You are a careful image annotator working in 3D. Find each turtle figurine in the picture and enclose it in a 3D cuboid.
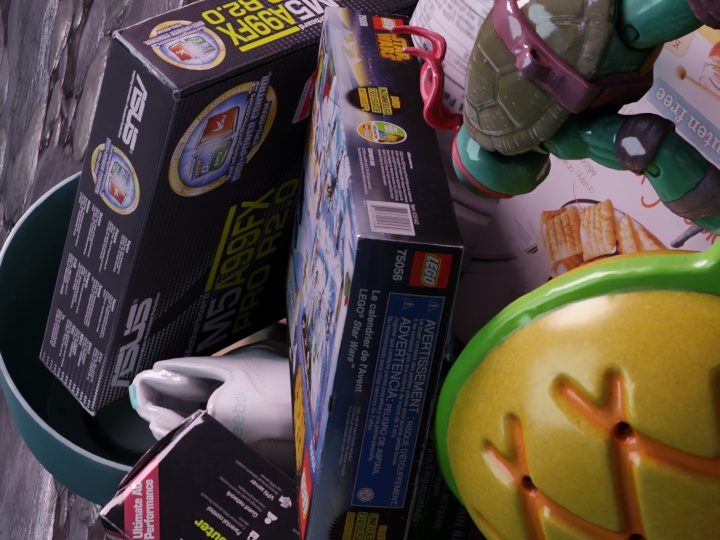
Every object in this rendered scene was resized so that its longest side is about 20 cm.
[{"bbox_3d":[0.088,-0.074,0.635,0.200,0.101,0.150,-52,53,42],"label":"turtle figurine"}]

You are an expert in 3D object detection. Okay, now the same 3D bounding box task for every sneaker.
[{"bbox_3d":[-0.067,0.062,0.856,0.200,0.088,0.075,167,110,-67],"label":"sneaker"}]

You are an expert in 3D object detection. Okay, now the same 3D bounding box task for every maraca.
[{"bbox_3d":[0.112,0.044,0.623,0.200,0.137,0.107,-36,26,36],"label":"maraca"}]

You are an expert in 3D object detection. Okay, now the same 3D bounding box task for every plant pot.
[{"bbox_3d":[-0.123,0.056,1.139,0.161,0.200,0.201,113,158,-62],"label":"plant pot"}]

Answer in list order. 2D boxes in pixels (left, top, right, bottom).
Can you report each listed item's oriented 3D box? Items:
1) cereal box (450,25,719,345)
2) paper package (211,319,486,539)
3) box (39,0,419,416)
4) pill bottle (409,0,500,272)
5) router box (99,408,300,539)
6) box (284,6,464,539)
[{"bbox_3d":[0.119,-0.015,0.718,0.144,0.039,0.200,48,127,36],"label":"cereal box"},{"bbox_3d":[-0.018,0.135,0.955,0.191,0.103,0.200,25,103,66],"label":"paper package"},{"bbox_3d":[-0.057,-0.041,0.860,0.044,0.160,0.200,42,135,22],"label":"box"},{"bbox_3d":[0.081,-0.102,0.806,0.113,0.113,0.200,-109,37,-51],"label":"pill bottle"},{"bbox_3d":[-0.008,0.163,0.757,0.062,0.200,0.150,-45,-23,-22],"label":"router box"},{"bbox_3d":[0.000,0.000,0.728,0.200,0.040,0.137,-97,16,-59],"label":"box"}]
